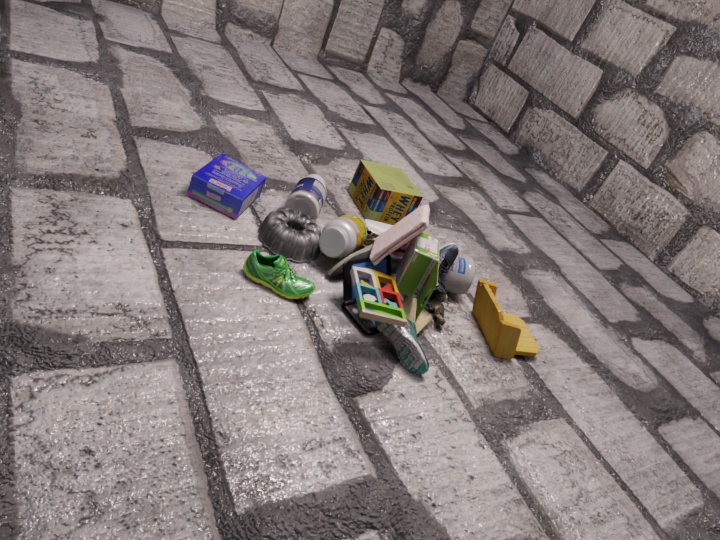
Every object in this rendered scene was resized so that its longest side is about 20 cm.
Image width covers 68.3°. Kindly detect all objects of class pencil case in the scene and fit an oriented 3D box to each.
[{"bbox_3d":[0.130,-0.100,1.682,0.085,0.084,0.200,24,15,0],"label":"pencil case"}]

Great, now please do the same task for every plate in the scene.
[{"bbox_3d":[0.115,-0.088,1.808,0.195,0.033,0.202,11,36,-24],"label":"plate"}]

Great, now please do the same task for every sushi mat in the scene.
[{"bbox_3d":[0.124,0.140,1.461,0.096,0.012,0.199,48,43,6],"label":"sushi mat"}]

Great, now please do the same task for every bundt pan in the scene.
[{"bbox_3d":[-0.199,-0.115,1.571,0.198,0.077,0.204,20,32,-13],"label":"bundt pan"}]

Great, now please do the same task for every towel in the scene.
[{"bbox_3d":[0.113,-0.103,1.478,0.032,0.189,0.201,51,18,-12],"label":"towel"}]

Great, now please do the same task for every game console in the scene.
[{"bbox_3d":[0.050,0.063,1.464,0.197,0.118,0.176,-11,47,-44],"label":"game console"}]

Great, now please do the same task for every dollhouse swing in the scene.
[{"bbox_3d":[0.459,0.145,1.617,0.171,0.185,0.202,-4,38,-9],"label":"dollhouse swing"}]

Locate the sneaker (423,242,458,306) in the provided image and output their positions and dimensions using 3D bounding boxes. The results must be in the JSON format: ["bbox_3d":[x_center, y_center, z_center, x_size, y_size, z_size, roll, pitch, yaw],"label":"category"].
[{"bbox_3d":[0.236,0.015,1.551,0.077,0.202,0.146,45,0,-26],"label":"sneaker"}]

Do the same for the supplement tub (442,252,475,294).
[{"bbox_3d":[0.252,-0.007,1.699,0.195,0.134,0.133,13,34,-19],"label":"supplement tub"}]

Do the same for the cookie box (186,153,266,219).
[{"bbox_3d":[-0.404,-0.261,1.623,0.168,0.076,0.201,27,31,-1],"label":"cookie box"}]

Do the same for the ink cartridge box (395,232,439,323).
[{"bbox_3d":[0.150,0.013,1.429,0.074,0.150,0.202,21,36,-6],"label":"ink cartridge box"}]

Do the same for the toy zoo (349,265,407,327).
[{"bbox_3d":[0.042,0.056,1.376,0.128,0.021,0.202,16,35,-23],"label":"toy zoo"}]

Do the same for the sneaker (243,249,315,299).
[{"bbox_3d":[-0.207,0.010,1.378,0.196,0.085,0.075,23,31,-8],"label":"sneaker"}]

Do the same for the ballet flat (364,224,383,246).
[{"bbox_3d":[-0.002,-0.121,1.703,0.196,0.072,0.071,20,31,10],"label":"ballet flat"}]

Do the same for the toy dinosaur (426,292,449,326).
[{"bbox_3d":[0.226,0.099,1.614,0.087,0.048,0.201,35,30,-6],"label":"toy dinosaur"}]

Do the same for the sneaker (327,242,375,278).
[{"bbox_3d":[0.000,0.000,1.560,0.198,0.074,0.108,-28,91,-31],"label":"sneaker"}]

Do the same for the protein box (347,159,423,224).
[{"bbox_3d":[0.089,-0.285,1.970,0.194,0.137,0.202,5,37,-32],"label":"protein box"}]

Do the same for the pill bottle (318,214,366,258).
[{"bbox_3d":[-0.054,-0.100,1.585,0.111,0.115,0.200,30,18,6],"label":"pill bottle"}]

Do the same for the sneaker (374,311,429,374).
[{"bbox_3d":[0.123,0.170,1.376,0.090,0.078,0.202,-20,71,-47],"label":"sneaker"}]

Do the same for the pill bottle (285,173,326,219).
[{"bbox_3d":[-0.170,-0.240,1.734,0.109,0.113,0.201,23,31,-5],"label":"pill bottle"}]
